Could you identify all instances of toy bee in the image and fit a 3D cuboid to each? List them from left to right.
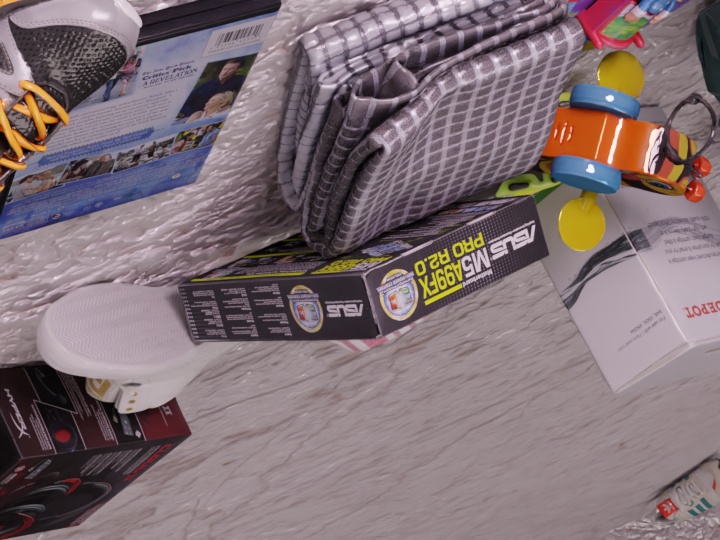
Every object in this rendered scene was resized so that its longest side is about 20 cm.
[{"bbox_3d":[0.176,-0.070,1.367,0.108,0.200,0.131,23,101,-42],"label":"toy bee"}]

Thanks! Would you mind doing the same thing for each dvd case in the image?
[{"bbox_3d":[-0.133,-0.084,1.140,0.142,0.018,0.200,-18,161,-27],"label":"dvd case"}]

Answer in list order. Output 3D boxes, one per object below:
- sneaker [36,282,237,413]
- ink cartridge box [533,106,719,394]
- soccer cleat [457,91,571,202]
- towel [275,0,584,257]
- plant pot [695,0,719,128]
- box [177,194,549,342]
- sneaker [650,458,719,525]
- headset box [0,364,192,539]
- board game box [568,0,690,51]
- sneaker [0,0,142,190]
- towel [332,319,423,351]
[{"bbox_3d":[-0.166,0.063,1.424,0.116,0.074,0.200,-43,159,32],"label":"sneaker"},{"bbox_3d":[0.209,-0.017,1.542,0.146,0.201,0.083,-6,153,-49],"label":"ink cartridge box"},{"bbox_3d":[0.091,-0.069,1.485,0.200,0.065,0.084,-36,-169,13],"label":"soccer cleat"},{"bbox_3d":[0.042,-0.095,1.263,0.165,0.086,0.200,-23,162,-18],"label":"towel"},{"bbox_3d":[0.351,-0.145,1.439,0.195,0.201,0.200,-19,163,1],"label":"plant pot"},{"bbox_3d":[0.000,0.000,1.360,0.160,0.044,0.200,-26,-166,-39],"label":"box"},{"bbox_3d":[0.550,0.381,3.432,0.093,0.070,0.200,-26,167,-26],"label":"sneaker"},{"bbox_3d":[-0.234,0.134,1.519,0.149,0.075,0.200,-39,160,30],"label":"headset box"},{"bbox_3d":[0.192,-0.180,1.317,0.158,0.039,0.200,-26,163,-5],"label":"board game box"},{"bbox_3d":[-0.188,-0.066,0.988,0.200,0.077,0.078,-32,144,9],"label":"sneaker"},{"bbox_3d":[0.055,0.010,1.679,0.199,0.030,0.146,-31,162,10],"label":"towel"}]
